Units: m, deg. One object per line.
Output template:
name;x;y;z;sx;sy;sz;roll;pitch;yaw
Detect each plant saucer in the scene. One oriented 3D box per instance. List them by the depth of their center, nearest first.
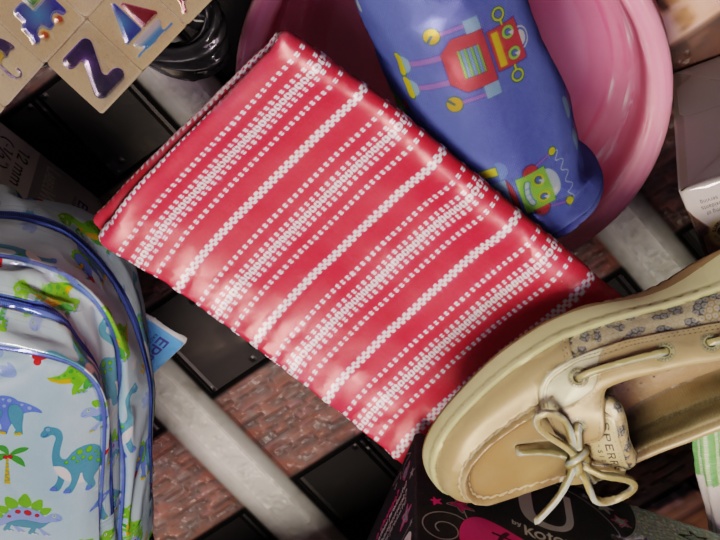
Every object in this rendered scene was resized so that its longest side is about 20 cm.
plant saucer;0.043;-0.092;1.082;0.199;0.051;0.202;2;123;4

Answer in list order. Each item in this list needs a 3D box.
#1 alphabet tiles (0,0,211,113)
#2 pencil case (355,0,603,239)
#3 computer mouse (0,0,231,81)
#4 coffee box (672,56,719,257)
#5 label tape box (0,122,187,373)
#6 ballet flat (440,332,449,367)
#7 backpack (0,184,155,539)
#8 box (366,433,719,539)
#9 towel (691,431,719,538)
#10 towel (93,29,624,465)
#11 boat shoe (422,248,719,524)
alphabet tiles;-0.153;-0.143;1.007;0.167;0.008;0.200;42;126;-9
pencil case;0.038;-0.104;0.999;0.078;0.087;0.201;-26;120;-4
computer mouse;-0.120;-0.184;1.005;0.137;0.053;0.201;8;123;17
coffee box;0.214;0.004;1.091;0.079;0.113;0.201;-19;118;16
label tape box;-0.202;0.003;1.155;0.200;0.066;0.143;38;118;-22
ballet flat;0.041;0.048;1.130;0.070;0.071;0.200;-9;148;10
backpack;-0.166;0.060;1.081;0.162;0.154;0.201;13;111;2
box;0.093;0.178;1.049;0.199;0.115;0.133;18;118;-11
towel;0.229;0.109;1.076;0.151;0.023;0.201;-6;122;11
towel;0.000;0.000;1.017;0.200;0.023;0.145;38;124;-17
boat shoe;0.121;0.049;0.988;0.199;0.063;0.073;-29;142;2
